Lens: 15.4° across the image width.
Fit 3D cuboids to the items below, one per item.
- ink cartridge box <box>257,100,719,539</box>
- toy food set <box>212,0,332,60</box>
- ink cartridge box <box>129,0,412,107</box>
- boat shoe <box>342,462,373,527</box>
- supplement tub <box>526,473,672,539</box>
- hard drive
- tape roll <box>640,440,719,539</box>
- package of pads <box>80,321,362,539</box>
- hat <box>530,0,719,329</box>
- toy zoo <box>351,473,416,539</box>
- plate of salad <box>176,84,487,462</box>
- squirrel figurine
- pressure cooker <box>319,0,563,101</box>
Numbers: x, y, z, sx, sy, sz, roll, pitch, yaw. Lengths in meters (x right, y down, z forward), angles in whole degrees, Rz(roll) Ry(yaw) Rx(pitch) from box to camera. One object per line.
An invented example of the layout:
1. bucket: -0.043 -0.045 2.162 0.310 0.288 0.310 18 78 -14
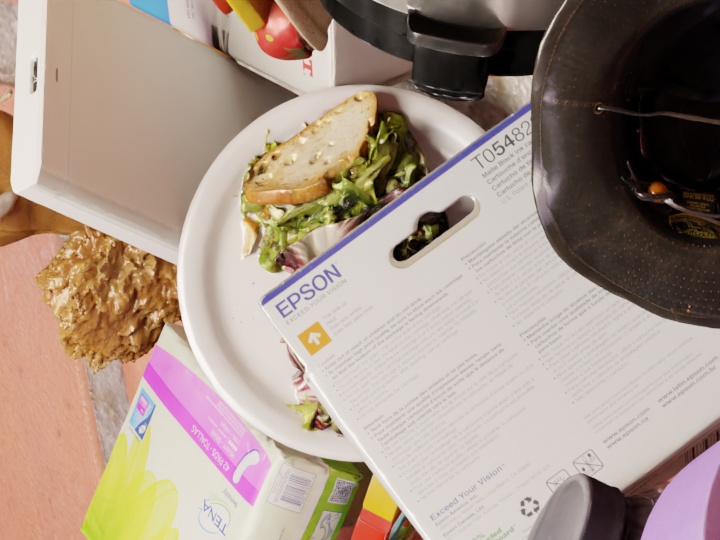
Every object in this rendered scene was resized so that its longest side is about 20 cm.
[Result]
1. ink cartridge box: 0.081 0.039 1.353 0.200 0.199 0.041 53 176 22
2. toy food set: -0.079 -0.192 1.336 0.198 0.048 0.201 52 -172 -49
3. ink cartridge box: -0.047 -0.197 1.493 0.200 0.084 0.147 29 131 43
4. boat shoe: 0.003 0.077 1.602 0.068 0.071 0.201 -108 19 -44
5. supplement tub: 0.175 0.169 1.272 0.199 0.107 0.107 25 146 -13
6. hard drive: -0.107 -0.071 1.460 0.026 0.199 0.133 -22 58 37
7. tape roll: 0.224 0.155 1.198 0.201 0.199 0.066 60 146 12
8. package of pads: -0.090 0.142 1.598 0.200 0.068 0.155 42 112 57
9. hat: 0.169 -0.079 1.243 0.081 0.199 0.202 -77 -18 -68
10. toy zoo: 0.034 0.102 1.507 0.020 0.131 0.201 26 135 9
11. plate of salad: 0.000 0.000 1.408 0.201 0.199 0.048 64 -179 7
12. squirrel figurine: -0.166 -0.040 1.654 0.141 0.186 0.201 -19 92 56
13. pressure cooker: 0.061 -0.186 1.264 0.179 0.175 0.201 40 136 39
